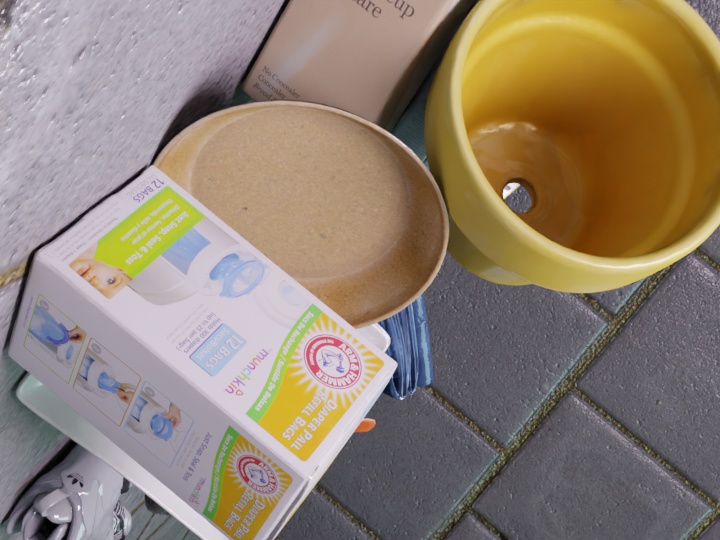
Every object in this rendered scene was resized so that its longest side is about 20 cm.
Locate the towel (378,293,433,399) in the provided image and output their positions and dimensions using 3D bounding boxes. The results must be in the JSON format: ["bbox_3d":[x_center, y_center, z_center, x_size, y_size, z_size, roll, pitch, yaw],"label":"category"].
[{"bbox_3d":[0.000,0.000,0.952,0.048,0.111,0.203,-28,121,-31],"label":"towel"}]

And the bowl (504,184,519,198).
[{"bbox_3d":[0.074,-0.147,1.160,0.201,0.199,0.095,-50,136,-19],"label":"bowl"}]

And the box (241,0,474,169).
[{"bbox_3d":[0.017,-0.177,0.767,0.201,0.094,0.078,-57,172,27],"label":"box"}]

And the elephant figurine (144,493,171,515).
[{"bbox_3d":[-0.107,0.056,0.916,0.198,0.156,0.143,-25,148,-27],"label":"elephant figurine"}]

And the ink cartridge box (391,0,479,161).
[{"bbox_3d":[0.076,-0.162,1.004,0.201,0.040,0.200,-58,-174,-34],"label":"ink cartridge box"}]

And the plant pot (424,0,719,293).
[{"bbox_3d":[0.129,-0.075,0.812,0.201,0.200,0.189,-50,179,-18],"label":"plant pot"}]

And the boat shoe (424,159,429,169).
[{"bbox_3d":[0.081,-0.090,1.040,0.200,0.067,0.074,-44,-158,-3],"label":"boat shoe"}]

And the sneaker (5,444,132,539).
[{"bbox_3d":[-0.259,0.223,1.065,0.115,0.075,0.201,-45,165,-45],"label":"sneaker"}]

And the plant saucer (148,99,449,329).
[{"bbox_3d":[-0.041,-0.038,0.777,0.036,0.198,0.201,-84,-160,-45],"label":"plant saucer"}]

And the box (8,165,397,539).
[{"bbox_3d":[-0.095,0.054,0.721,0.113,0.199,0.102,-45,172,-44],"label":"box"}]

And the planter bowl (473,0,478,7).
[{"bbox_3d":[0.186,-0.247,1.116,0.200,0.133,0.204,-172,-90,-72],"label":"planter bowl"}]

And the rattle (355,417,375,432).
[{"bbox_3d":[-0.105,0.127,1.050,0.143,0.199,0.130,-52,175,-3],"label":"rattle"}]

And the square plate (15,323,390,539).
[{"bbox_3d":[-0.106,0.065,0.849,0.201,0.198,0.028,-51,-158,-8],"label":"square plate"}]
